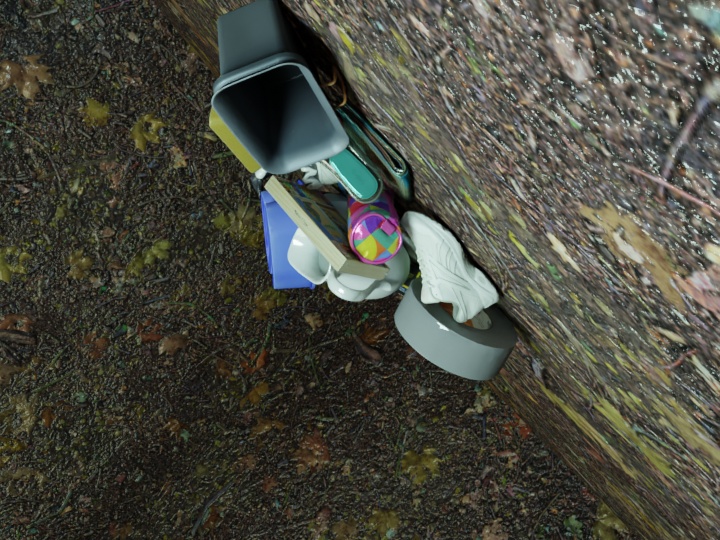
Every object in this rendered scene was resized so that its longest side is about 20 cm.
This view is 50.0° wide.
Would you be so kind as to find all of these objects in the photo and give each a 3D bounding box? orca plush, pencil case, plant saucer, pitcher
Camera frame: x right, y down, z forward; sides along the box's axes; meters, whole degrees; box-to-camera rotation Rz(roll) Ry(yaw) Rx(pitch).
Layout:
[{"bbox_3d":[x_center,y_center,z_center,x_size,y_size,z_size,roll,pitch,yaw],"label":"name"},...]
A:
[{"bbox_3d":[-0.114,-0.203,1.379,0.071,0.200,0.106,33,-158,-25],"label":"orca plush"},{"bbox_3d":[0.020,-0.084,1.200,0.089,0.088,0.201,48,-165,-21],"label":"pencil case"},{"bbox_3d":[-0.177,-0.294,1.323,0.048,0.202,0.200,8,165,15],"label":"plant saucer"},{"bbox_3d":[0.000,0.000,1.299,0.199,0.122,0.172,7,-147,-42],"label":"pitcher"}]

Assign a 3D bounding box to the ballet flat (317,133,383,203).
[{"bbox_3d":[-0.041,-0.180,1.126,0.200,0.067,0.064,50,-170,-7],"label":"ballet flat"}]

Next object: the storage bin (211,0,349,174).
[{"bbox_3d":[-0.098,-0.242,0.977,0.200,0.144,0.136,50,-156,-62],"label":"storage bin"}]

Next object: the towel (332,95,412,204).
[{"bbox_3d":[0.023,-0.169,1.136,0.147,0.022,0.200,49,179,9],"label":"towel"}]

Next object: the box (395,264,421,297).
[{"bbox_3d":[0.147,0.050,1.464,0.198,0.050,0.160,27,172,12],"label":"box"}]

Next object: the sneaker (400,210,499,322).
[{"bbox_3d":[0.119,0.000,1.172,0.200,0.099,0.078,48,178,-8],"label":"sneaker"}]

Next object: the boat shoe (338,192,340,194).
[{"bbox_3d":[0.017,-0.126,1.580,0.199,0.073,0.063,33,164,38],"label":"boat shoe"}]

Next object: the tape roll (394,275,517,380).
[{"bbox_3d":[0.158,0.091,1.273,0.198,0.067,0.201,23,-156,-11],"label":"tape roll"}]

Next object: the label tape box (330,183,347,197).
[{"bbox_3d":[-0.062,-0.217,1.475,0.199,0.066,0.143,39,176,12],"label":"label tape box"}]

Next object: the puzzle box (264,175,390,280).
[{"bbox_3d":[-0.050,-0.065,1.199,0.200,0.025,0.133,48,-162,26],"label":"puzzle box"}]

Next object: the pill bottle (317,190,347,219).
[{"bbox_3d":[-0.069,-0.097,1.528,0.117,0.116,0.200,48,172,-19],"label":"pill bottle"}]

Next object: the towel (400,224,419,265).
[{"bbox_3d":[0.082,-0.056,1.379,0.199,0.031,0.149,31,169,23],"label":"towel"}]

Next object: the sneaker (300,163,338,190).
[{"bbox_3d":[-0.063,-0.221,1.200,0.076,0.080,0.202,-81,-17,-49],"label":"sneaker"}]

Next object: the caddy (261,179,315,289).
[{"bbox_3d":[-0.117,-0.061,1.390,0.142,0.104,0.202,-116,21,-62],"label":"caddy"}]

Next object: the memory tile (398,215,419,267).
[{"bbox_3d":[0.063,-0.059,1.493,0.152,0.017,0.201,32,160,22],"label":"memory tile"}]
